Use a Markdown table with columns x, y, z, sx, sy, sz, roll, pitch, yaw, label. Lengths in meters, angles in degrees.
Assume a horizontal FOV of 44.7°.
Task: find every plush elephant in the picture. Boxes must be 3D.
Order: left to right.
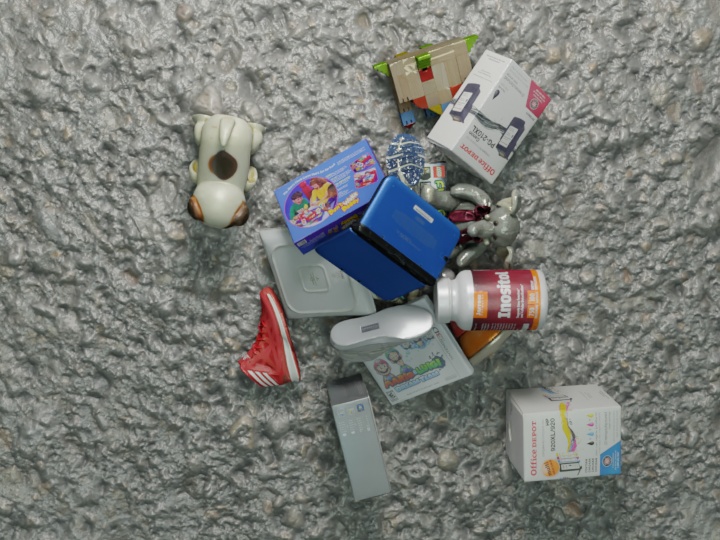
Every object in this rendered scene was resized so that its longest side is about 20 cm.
| x | y | z | sx | sy | sz | roll | pitch | yaw | label |
| --- | --- | --- | --- | --- | --- | --- | --- | --- | --- |
| 0.230 | -0.082 | 1.652 | 0.199 | 0.155 | 0.166 | -6 | 100 | -22 | plush elephant |

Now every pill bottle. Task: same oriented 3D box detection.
| x | y | z | sx | sy | sz | roll | pitch | yaw | label |
| --- | --- | --- | --- | --- | --- | --- | --- | --- | --- |
| 0.239 | 0.055 | 1.623 | 0.199 | 0.113 | 0.114 | -1 | 100 | -1 | pill bottle |

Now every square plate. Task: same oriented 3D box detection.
| x | y | z | sx | sy | sz | roll | pitch | yaw | label |
| --- | --- | --- | --- | --- | --- | --- | --- | --- | --- |
| -0.084 | 0.008 | 1.661 | 0.197 | 0.028 | 0.201 | -3 | 118 | 24 | square plate |

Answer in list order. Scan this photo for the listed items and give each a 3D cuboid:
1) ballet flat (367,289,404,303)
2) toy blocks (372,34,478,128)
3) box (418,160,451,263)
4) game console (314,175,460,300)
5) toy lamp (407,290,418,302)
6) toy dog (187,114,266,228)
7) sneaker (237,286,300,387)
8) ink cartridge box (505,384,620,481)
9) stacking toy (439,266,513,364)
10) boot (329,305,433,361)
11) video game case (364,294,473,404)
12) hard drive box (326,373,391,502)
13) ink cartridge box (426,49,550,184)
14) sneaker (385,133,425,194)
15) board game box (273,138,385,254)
| x | y | z | sx | sy | sz | roll | pitch | yaw | label |
| --- | --- | --- | --- | --- | --- | --- | --- | --- | --- |
| 0.000 | 0.000 | 1.675 | 0.075 | 0.068 | 0.200 | -37 | 103 | 0 | ballet flat |
| 0.138 | -0.351 | 1.662 | 0.199 | 0.100 | 0.137 | -19 | 113 | -2 | toy blocks |
| 0.119 | -0.110 | 1.722 | 0.109 | 0.035 | 0.201 | -4 | 100 | -5 | box |
| 0.051 | -0.054 | 1.580 | 0.200 | 0.118 | 0.171 | 35 | 79 | -31 | game console |
| 0.103 | 0.069 | 1.726 | 0.058 | 0.058 | 0.201 | -1 | 116 | -6 | toy lamp |
| -0.244 | -0.176 | 1.601 | 0.139 | 0.194 | 0.201 | 8 | 93 | -19 | toy dog |
| -0.194 | 0.140 | 1.715 | 0.115 | 0.078 | 0.201 | -17 | 100 | -4 | sneaker |
| 0.405 | 0.326 | 1.771 | 0.199 | 0.145 | 0.148 | -4 | 101 | -4 | ink cartridge box |
| 0.208 | 0.073 | 1.732 | 0.146 | 0.146 | 0.200 | -43 | 85 | 3 | stacking toy |
| 0.045 | 0.125 | 1.684 | 0.199 | 0.096 | 0.074 | -8 | 62 | 7 | boot |
| 0.095 | 0.160 | 1.725 | 0.199 | 0.024 | 0.182 | -26 | 103 | 31 | video game case |
| -0.004 | 0.325 | 1.726 | 0.076 | 0.156 | 0.201 | -14 | 100 | -3 | hard drive box |
| 0.242 | -0.286 | 1.651 | 0.145 | 0.084 | 0.200 | 30 | 96 | -41 | ink cartridge box |
| 0.076 | -0.158 | 1.655 | 0.077 | 0.085 | 0.201 | 4 | 76 | -12 | sneaker |
| -0.047 | -0.136 | 1.598 | 0.199 | 0.135 | 0.045 | -28 | 146 | 7 | board game box |
